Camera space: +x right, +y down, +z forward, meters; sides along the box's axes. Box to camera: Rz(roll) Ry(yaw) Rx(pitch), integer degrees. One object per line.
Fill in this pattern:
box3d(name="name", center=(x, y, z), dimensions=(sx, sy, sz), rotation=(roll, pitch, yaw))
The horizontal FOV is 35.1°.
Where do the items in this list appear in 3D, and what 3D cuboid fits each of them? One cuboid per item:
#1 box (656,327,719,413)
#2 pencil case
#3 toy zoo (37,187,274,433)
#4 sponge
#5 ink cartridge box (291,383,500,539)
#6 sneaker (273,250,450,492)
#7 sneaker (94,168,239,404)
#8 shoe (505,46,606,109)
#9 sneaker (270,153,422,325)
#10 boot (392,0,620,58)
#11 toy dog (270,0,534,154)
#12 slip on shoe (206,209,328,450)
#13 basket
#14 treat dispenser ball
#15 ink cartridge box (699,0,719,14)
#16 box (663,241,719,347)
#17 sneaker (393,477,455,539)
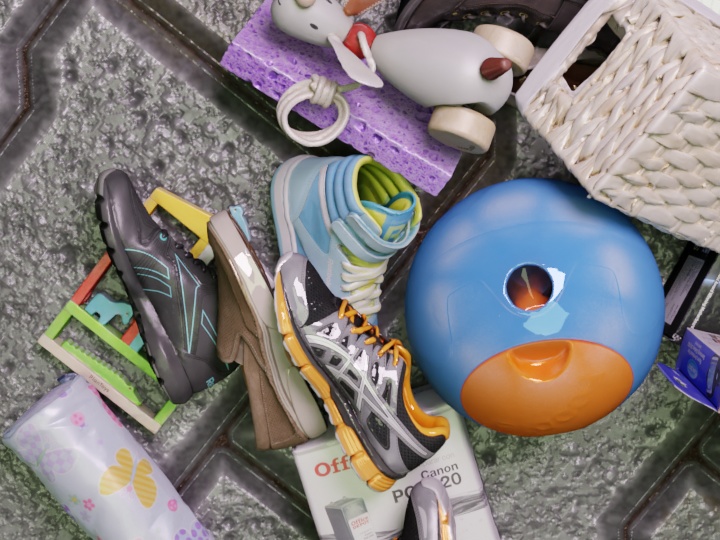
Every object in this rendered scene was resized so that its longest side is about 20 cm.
box3d(name="box", center=(0.326, 0.089, 0.848), dimensions=(0.199, 0.119, 0.042), rotation=(15, 100, -3))
box3d(name="pencil case", center=(-0.212, 0.186, 0.961), dimensions=(0.200, 0.083, 0.091), rotation=(51, 135, -6))
box3d(name="toy zoo", center=(-0.164, 0.023, 0.974), dimensions=(0.131, 0.020, 0.200), rotation=(38, 95, -4))
box3d(name="sponge", center=(-0.005, -0.147, 0.911), dimensions=(0.200, 0.112, 0.030), rotation=(32, 131, -4))
box3d(name="ink cartridge box", center=(0.039, 0.213, 0.967), dimensions=(0.145, 0.085, 0.201), rotation=(-17, 95, 2))
box3d(name="sneaker", center=(-0.002, 0.069, 0.876), dimensions=(0.077, 0.078, 0.201), rotation=(-27, 101, 13))
box3d(name="sneaker", center=(-0.159, 0.006, 0.935), dimensions=(0.079, 0.075, 0.201), rotation=(-22, 103, -12))
box3d(name="shoe", center=(0.205, -0.145, 0.937), dimensions=(0.199, 0.053, 0.070), rotation=(6, 97, -1))
box3d(name="sneaker", center=(0.000, 0.000, 0.913), dimensions=(0.079, 0.130, 0.201), rotation=(-21, 100, -41))
box3d(name="boot", center=(0.126, -0.203, 0.879), dimensions=(0.173, 0.200, 0.069), rotation=(22, 60, -10))
box3d(name="toy dog", center=(0.035, -0.159, 0.824), dimensions=(0.199, 0.096, 0.133), rotation=(3, 82, -8))
box3d(name="slip on shoe", center=(-0.088, 0.052, 0.904), dimensions=(0.060, 0.076, 0.201), rotation=(-22, 111, -3))
box3d(name="basket", center=(0.239, -0.109, 0.837), dimensions=(0.199, 0.124, 0.136), rotation=(16, 124, -37))
box3d(name="treat dispenser ball", center=(0.134, 0.028, 0.885), dimensions=(0.200, 0.201, 0.202), rotation=(0, 97, 0))
box3d(name="ink cartridge box", center=(0.335, -0.260, 0.928), dimensions=(0.199, 0.043, 0.199), rotation=(13, 97, 0))
box3d(name="box", center=(0.361, -0.001, 0.939), dimensions=(0.163, 0.086, 0.201), rotation=(27, 96, -4))
box3d(name="sneaker", center=(0.034, 0.259, 0.887), dimensions=(0.077, 0.078, 0.201), rotation=(8, 97, 6))
